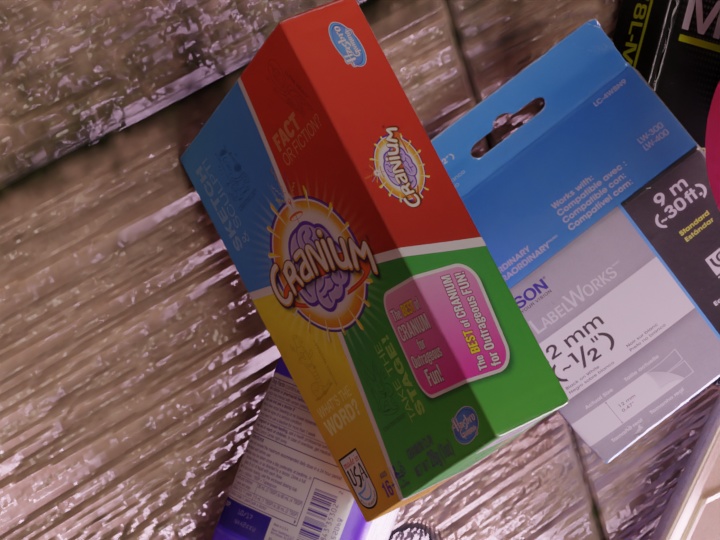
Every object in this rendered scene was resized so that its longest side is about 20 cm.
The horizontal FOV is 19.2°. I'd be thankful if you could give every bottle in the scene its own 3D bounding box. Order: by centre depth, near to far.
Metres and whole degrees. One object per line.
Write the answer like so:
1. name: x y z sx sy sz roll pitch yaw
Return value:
1. bottle: -0.007 0.069 1.063 0.065 0.083 0.200 22 87 -58

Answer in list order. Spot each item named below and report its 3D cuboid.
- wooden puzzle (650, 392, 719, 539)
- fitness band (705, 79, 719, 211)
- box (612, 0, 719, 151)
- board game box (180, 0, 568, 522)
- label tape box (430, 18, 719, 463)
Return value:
1. wooden puzzle: 0.235 0.175 1.293 0.200 0.037 0.185 32 82 -41
2. fitness band: 0.250 -0.088 1.052 0.200 0.037 0.144 -52 124 -14
3. box: 0.230 -0.126 1.205 0.200 0.048 0.193 11 98 -36
4. board game box: 0.000 0.000 0.957 0.040 0.153 0.200 -23 79 -28
5. label tape box: 0.125 -0.012 1.118 0.143 0.066 0.200 -38 125 6
